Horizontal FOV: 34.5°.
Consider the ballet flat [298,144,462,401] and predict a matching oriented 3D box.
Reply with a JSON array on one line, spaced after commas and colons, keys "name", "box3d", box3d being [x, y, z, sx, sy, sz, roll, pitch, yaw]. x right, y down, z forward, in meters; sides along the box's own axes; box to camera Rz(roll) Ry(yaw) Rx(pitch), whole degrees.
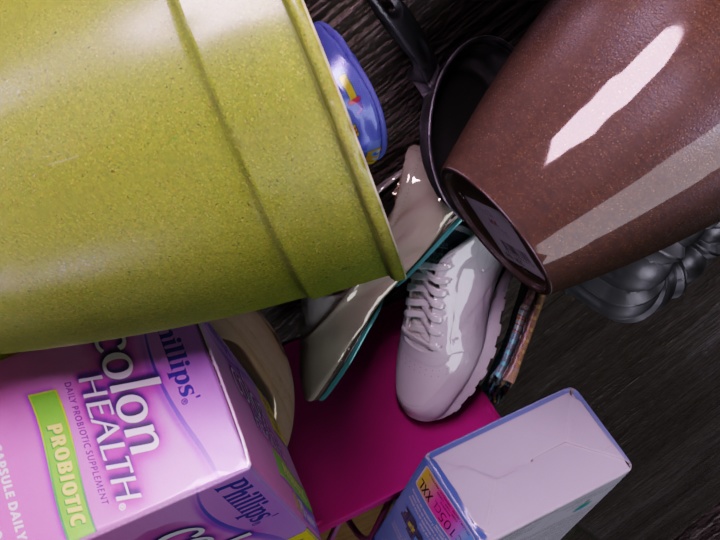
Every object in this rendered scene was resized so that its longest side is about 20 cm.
[{"name": "ballet flat", "box3d": [0.000, 0.000, 0.780, 0.069, 0.070, 0.200, 8, 125, -53]}]

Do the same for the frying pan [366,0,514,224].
[{"name": "frying pan", "box3d": [0.048, -0.089, 0.679, 0.190, 0.031, 0.115, 10, 87, -48]}]

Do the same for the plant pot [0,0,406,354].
[{"name": "plant pot", "box3d": [-0.107, -0.055, 0.463, 0.192, 0.201, 0.200, -22, 152, 1]}]

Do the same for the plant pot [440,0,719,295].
[{"name": "plant pot", "box3d": [0.150, -0.084, 0.652, 0.200, 0.187, 0.187, -41, 153, -6]}]

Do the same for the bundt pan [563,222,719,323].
[{"name": "bundt pan", "box3d": [0.256, -0.035, 0.964, 0.202, 0.076, 0.202, -38, 157, -19]}]

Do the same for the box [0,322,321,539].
[{"name": "box", "box3d": [-0.139, 0.116, 0.573, 0.199, 0.097, 0.176, -24, 155, -3]}]

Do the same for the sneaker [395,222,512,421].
[{"name": "sneaker", "box3d": [0.061, 0.012, 0.822, 0.080, 0.076, 0.201, 6, 105, -52]}]

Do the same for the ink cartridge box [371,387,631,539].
[{"name": "ink cartridge box", "box3d": [0.091, 0.183, 0.855, 0.136, 0.076, 0.200, -19, 152, -27]}]

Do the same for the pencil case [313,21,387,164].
[{"name": "pencil case", "box3d": [-0.084, -0.048, 0.591, 0.200, 0.078, 0.087, -30, 158, -11]}]

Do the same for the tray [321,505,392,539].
[{"name": "tray", "box3d": [-0.072, 0.257, 1.087, 0.200, 0.037, 0.099, -10, 176, -39]}]

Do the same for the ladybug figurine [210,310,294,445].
[{"name": "ladybug figurine", "box3d": [-0.112, 0.079, 0.731, 0.136, 0.072, 0.200, -44, 137, -21]}]

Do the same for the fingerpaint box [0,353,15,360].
[{"name": "fingerpaint box", "box3d": [-0.269, 0.077, 0.585, 0.200, 0.073, 0.167, -25, 151, -21]}]

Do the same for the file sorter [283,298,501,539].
[{"name": "file sorter", "box3d": [-0.016, 0.137, 0.900, 0.199, 0.139, 0.126, -20, 152, -28]}]

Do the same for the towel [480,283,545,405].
[{"name": "towel", "box3d": [0.125, 0.025, 0.874, 0.200, 0.022, 0.147, 69, 41, -79]}]
